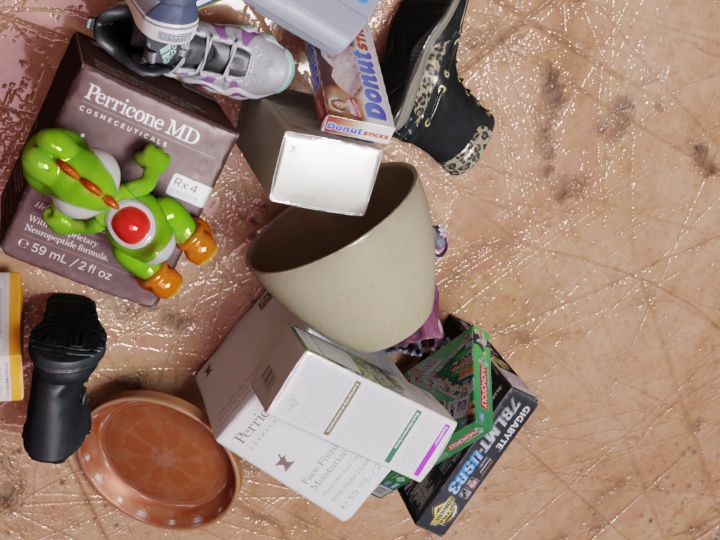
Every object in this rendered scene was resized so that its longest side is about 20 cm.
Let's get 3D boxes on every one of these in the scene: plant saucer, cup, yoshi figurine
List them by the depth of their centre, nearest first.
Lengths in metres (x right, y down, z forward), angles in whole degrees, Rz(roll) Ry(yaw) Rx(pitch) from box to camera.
[{"bbox_3d":[-0.229,-0.066,0.977,0.112,0.113,0.200,-12,141,32],"label":"yoshi figurine"},{"bbox_3d":[0.000,0.000,1.132,0.200,0.200,0.144,-30,113,-3],"label":"cup"},{"bbox_3d":[-0.232,0.220,1.259,0.199,0.032,0.201,7,123,11],"label":"plant saucer"}]

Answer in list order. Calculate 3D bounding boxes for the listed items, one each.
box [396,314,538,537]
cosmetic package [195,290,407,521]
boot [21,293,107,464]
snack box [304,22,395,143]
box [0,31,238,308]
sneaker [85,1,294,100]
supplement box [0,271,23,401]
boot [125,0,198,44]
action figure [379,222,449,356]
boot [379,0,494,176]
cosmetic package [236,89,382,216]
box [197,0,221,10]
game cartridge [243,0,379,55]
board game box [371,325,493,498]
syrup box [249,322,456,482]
[{"bbox_3d":[0.105,0.180,1.295,0.050,0.199,0.200,28,101,-24],"label":"box"},{"bbox_3d":[-0.057,0.146,1.248,0.200,0.165,0.165,37,96,-26],"label":"cosmetic package"},{"bbox_3d":[-0.316,0.132,1.143,0.076,0.200,0.169,6,105,-15],"label":"boot"},{"bbox_3d":[-0.016,-0.206,1.099,0.072,0.200,0.024,9,134,-21],"label":"snack box"},{"bbox_3d":[-0.248,-0.102,1.085,0.165,0.164,0.201,22,104,-24],"label":"box"},{"bbox_3d":[-0.169,-0.209,1.044,0.199,0.140,0.078,13,105,3],"label":"sneaker"},{"bbox_3d":[-0.451,0.071,1.110,0.199,0.126,0.074,-1,134,-16],"label":"supplement box"},{"bbox_3d":[-0.196,-0.298,0.996,0.073,0.200,0.091,-11,135,-34],"label":"boot"},{"bbox_3d":[0.067,0.000,1.262,0.149,0.134,0.201,10,82,-58],"label":"action figure"},{"bbox_3d":[0.097,-0.219,1.201,0.154,0.073,0.204,30,80,-44],"label":"boot"},{"bbox_3d":[-0.059,-0.129,1.112,0.103,0.200,0.073,9,111,-20],"label":"cosmetic package"},{"bbox_3d":[-0.180,-0.360,1.047,0.064,0.070,0.201,-27,118,-14],"label":"box"},{"bbox_3d":[-0.030,-0.325,1.079,0.133,0.040,0.201,26,71,-28],"label":"game cartridge"},{"bbox_3d":[0.077,0.168,1.270,0.029,0.135,0.200,29,133,-25],"label":"board game box"},{"bbox_3d":[-0.006,0.139,1.125,0.200,0.079,0.082,29,98,-26],"label":"syrup box"}]
